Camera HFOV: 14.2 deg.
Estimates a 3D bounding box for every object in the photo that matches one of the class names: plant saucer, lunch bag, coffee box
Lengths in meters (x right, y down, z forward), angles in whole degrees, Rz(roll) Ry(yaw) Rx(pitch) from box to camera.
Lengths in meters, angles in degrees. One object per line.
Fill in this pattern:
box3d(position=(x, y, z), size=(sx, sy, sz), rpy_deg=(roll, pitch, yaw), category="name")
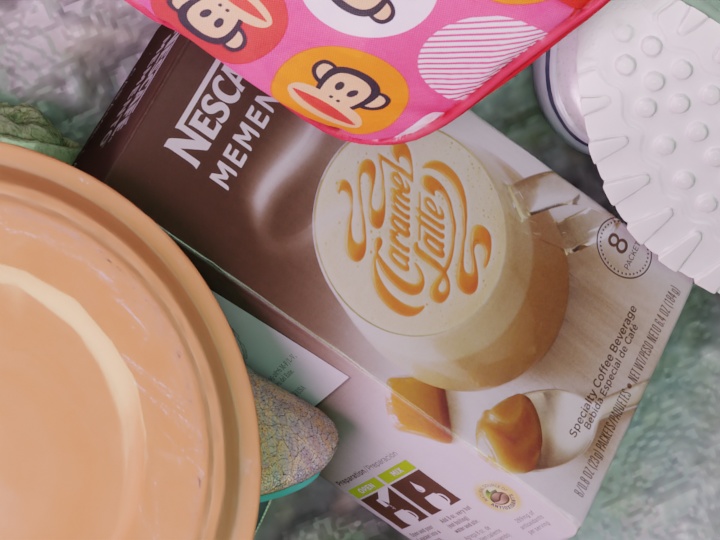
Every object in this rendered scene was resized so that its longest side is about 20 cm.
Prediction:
box3d(position=(-0.124, 0.056, 0.867), size=(0.200, 0.032, 0.200), rpy_deg=(4, 79, -20), category="plant saucer")
box3d(position=(-0.006, -0.141, 0.871), size=(0.200, 0.082, 0.176), rpy_deg=(35, 133, -24), category="lunch bag")
box3d(position=(0.000, 0.000, 0.990), size=(0.200, 0.080, 0.114), rpy_deg=(35, 60, -13), category="coffee box")

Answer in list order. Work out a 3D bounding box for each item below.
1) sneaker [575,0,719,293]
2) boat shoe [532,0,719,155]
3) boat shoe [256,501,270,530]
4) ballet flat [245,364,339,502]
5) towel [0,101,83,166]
box3d(position=(0.142, -0.034, 1.017), size=(0.076, 0.081, 0.200), rpy_deg=(-34, 119, 21), category="sneaker")
box3d(position=(0.133, -0.129, 1.018), size=(0.075, 0.086, 0.202), rpy_deg=(33, 89, -12), category="boat shoe")
box3d(position=(-0.078, 0.103, 1.013), size=(0.073, 0.062, 0.200), rpy_deg=(30, 89, -13), category="boat shoe")
box3d(position=(-0.107, 0.037, 0.936), size=(0.200, 0.068, 0.067), rpy_deg=(1, 124, 5), category="ballet flat")
box3d(position=(-0.204, -0.001, 0.991), size=(0.200, 0.036, 0.148), rpy_deg=(12, 94, -12), category="towel")
